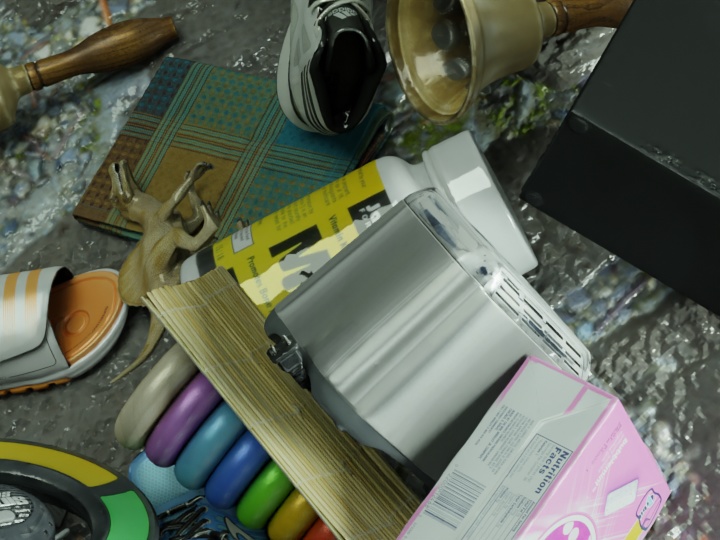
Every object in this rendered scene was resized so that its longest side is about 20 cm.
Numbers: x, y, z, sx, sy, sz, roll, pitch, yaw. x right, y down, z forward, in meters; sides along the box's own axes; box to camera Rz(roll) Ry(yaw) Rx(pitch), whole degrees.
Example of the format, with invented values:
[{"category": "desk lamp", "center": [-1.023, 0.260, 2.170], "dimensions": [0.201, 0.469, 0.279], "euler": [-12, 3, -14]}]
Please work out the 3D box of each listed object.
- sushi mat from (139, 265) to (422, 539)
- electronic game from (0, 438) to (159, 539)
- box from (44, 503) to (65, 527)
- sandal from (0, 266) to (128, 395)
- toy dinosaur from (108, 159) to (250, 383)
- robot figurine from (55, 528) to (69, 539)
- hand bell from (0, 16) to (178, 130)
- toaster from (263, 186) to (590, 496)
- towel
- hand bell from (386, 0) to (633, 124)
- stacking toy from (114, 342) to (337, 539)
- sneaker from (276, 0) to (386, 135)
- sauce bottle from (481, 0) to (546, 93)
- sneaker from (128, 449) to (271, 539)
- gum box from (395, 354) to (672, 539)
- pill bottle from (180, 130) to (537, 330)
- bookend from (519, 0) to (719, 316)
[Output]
[{"category": "sushi mat", "center": [-0.041, 0.080, 1.334], "dimensions": [0.012, 0.096, 0.200], "euler": [-45, 78, 23]}, {"category": "electronic game", "center": [-0.215, 0.148, 1.335], "dimensions": [0.200, 0.042, 0.200], "euler": [6, 23, -3]}, {"category": "box", "center": [-0.279, 0.130, 1.529], "dimensions": [0.200, 0.041, 0.039], "euler": [5, 61, 29]}, {"category": "sandal", "center": [-0.255, 0.045, 1.562], "dimensions": [0.206, 0.059, 0.079], "euler": [-19, 51, 12]}, {"category": "toy dinosaur", "center": [-0.122, -0.005, 1.524], "dimensions": [0.101, 0.058, 0.200], "euler": [-35, 39, 21]}, {"category": "robot figurine", "center": [-0.273, 0.202, 1.428], "dimensions": [0.200, 0.113, 0.170], "euler": [-12, 54, 18]}, {"category": "hand bell", "center": [-0.228, -0.143, 1.675], "dimensions": [0.200, 0.104, 0.104], "euler": [-21, 51, -4]}, {"category": "toaster", "center": [0.039, 0.041, 1.328], "dimensions": [0.129, 0.200, 0.114], "euler": [-44, 46, 4]}, {"category": "towel", "center": [-0.088, -0.070, 1.589], "dimensions": [0.200, 0.022, 0.147], "euler": [15, 66, 34]}, {"category": "hand bell", "center": [0.128, -0.162, 1.476], "dimensions": [0.200, 0.104, 0.104], "euler": [-14, 44, -27]}, {"category": "stacking toy", "center": [-0.044, 0.125, 1.355], "dimensions": [0.200, 0.085, 0.085], "euler": [39, 78, 6]}, {"category": "sneaker", "center": [-0.008, -0.183, 1.487], "dimensions": [0.076, 0.201, 0.115], "euler": [-2, 10, -16]}, {"category": "sauce bottle", "center": [0.134, -0.202, 1.547], "dimensions": [0.066, 0.066, 0.200], "euler": [34, 79, 38]}, {"category": "sneaker", "center": [-0.085, 0.167, 1.378], "dimensions": [0.078, 0.090, 0.200], "euler": [-37, 50, -2]}, {"category": "gum box", "center": [0.085, 0.154, 1.291], "dimensions": [0.066, 0.114, 0.200], "euler": [27, 72, 36]}, {"category": "pill bottle", "center": [0.000, 0.000, 1.437], "dimensions": [0.200, 0.114, 0.114], "euler": [-28, 51, 6]}, {"category": "bookend", "center": [0.229, -0.083, 1.370], "dimensions": [0.199, 0.092, 0.200], "euler": [30, 55, 1]}]
